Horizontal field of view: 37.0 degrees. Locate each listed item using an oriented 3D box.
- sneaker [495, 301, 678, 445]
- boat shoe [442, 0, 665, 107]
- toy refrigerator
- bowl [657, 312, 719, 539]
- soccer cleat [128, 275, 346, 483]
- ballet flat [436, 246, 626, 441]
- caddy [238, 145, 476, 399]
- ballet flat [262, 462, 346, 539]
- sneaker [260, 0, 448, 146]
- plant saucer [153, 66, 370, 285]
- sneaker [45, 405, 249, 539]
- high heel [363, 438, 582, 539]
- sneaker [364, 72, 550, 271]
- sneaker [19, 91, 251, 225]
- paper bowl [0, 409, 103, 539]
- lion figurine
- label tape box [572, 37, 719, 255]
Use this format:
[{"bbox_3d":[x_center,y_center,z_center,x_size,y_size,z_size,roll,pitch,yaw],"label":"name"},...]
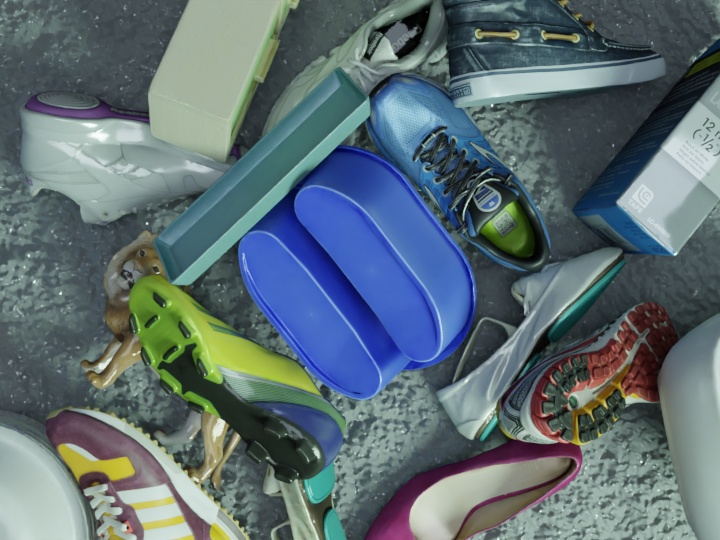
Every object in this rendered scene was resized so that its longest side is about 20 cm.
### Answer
[{"bbox_3d":[0.183,0.080,0.848,0.199,0.082,0.079,-17,88,-38],"label":"sneaker"},{"bbox_3d":[0.156,-0.184,0.843,0.199,0.071,0.092,-9,94,-27],"label":"boat shoe"},{"bbox_3d":[-0.093,-0.191,0.826,0.069,0.076,0.202,19,69,-2],"label":"toy refrigerator"},{"bbox_3d":[0.305,0.122,0.844,0.199,0.074,0.202,-17,95,-45],"label":"bowl"},{"bbox_3d":[-0.094,0.076,0.821,0.200,0.084,0.065,43,125,1],"label":"soccer cleat"},{"bbox_3d":[0.134,0.047,0.881,0.069,0.069,0.200,39,90,-2],"label":"ballet flat"},{"bbox_3d":[0.000,0.000,0.845,0.141,0.105,0.201,-34,97,31],"label":"caddy"},{"bbox_3d":[-0.050,0.192,0.875,0.062,0.067,0.202,-12,90,19],"label":"ballet flat"},{"bbox_3d":[-0.005,-0.154,0.861,0.075,0.081,0.200,45,91,-4],"label":"sneaker"},{"bbox_3d":[-0.074,-0.069,0.809,0.200,0.070,0.019,-43,126,5],"label":"plant saucer"},{"bbox_3d":[-0.175,0.190,0.830,0.200,0.075,0.090,44,53,-17],"label":"sneaker"},{"bbox_3d":[0.087,0.190,0.861,0.199,0.096,0.068,-27,92,-1],"label":"high heel"},{"bbox_3d":[0.084,-0.075,0.837,0.200,0.089,0.079,43,94,-18],"label":"sneaker"},{"bbox_3d":[-0.177,-0.081,0.872,0.198,0.075,0.100,12,114,-5],"label":"sneaker"},{"bbox_3d":[-0.310,0.215,0.846,0.198,0.104,0.203,0,90,-1],"label":"paper bowl"},{"bbox_3d":[-0.145,0.074,0.874,0.122,0.072,0.200,-44,106,-8],"label":"lion figurine"},{"bbox_3d":[0.264,-0.106,0.837,0.066,0.143,0.200,41,90,-2],"label":"label tape box"}]
